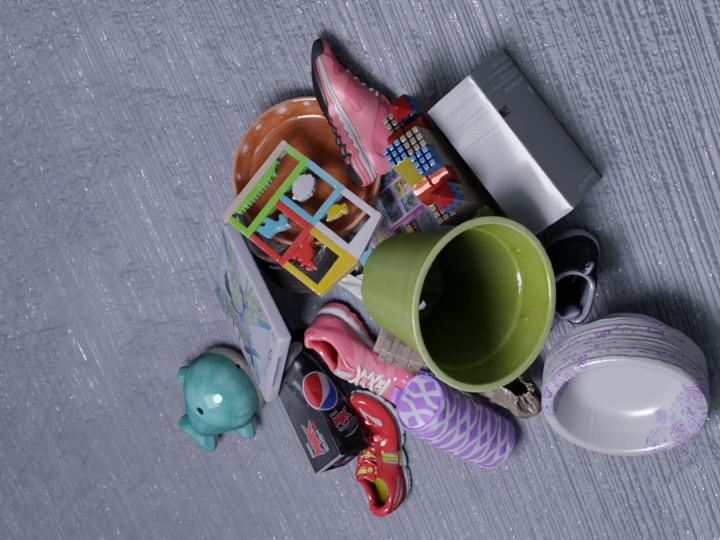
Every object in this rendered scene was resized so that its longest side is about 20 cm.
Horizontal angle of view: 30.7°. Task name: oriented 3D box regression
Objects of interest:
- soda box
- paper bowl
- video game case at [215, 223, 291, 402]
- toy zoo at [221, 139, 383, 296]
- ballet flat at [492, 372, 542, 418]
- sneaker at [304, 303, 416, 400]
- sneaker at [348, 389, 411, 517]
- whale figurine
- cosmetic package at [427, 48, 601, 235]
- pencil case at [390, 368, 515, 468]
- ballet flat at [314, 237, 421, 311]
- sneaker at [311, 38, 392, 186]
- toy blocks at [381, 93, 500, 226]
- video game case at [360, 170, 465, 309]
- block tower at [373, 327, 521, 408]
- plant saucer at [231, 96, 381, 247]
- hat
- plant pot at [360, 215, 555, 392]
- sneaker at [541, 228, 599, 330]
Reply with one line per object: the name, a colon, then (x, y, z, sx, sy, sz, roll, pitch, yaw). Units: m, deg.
soda box: (-0.067, 0.186, 1.896, 0.071, 0.063, 0.201, -43, 67, 40)
paper bowl: (0.322, 0.130, 1.603, 0.199, 0.105, 0.201, 5, 140, 5)
video game case: (-0.156, 0.061, 1.863, 0.201, 0.022, 0.183, 62, 157, 26)
toy zoo: (-0.063, -0.059, 1.679, 0.200, 0.020, 0.131, 38, 87, 15)
ballet flat: (0.160, 0.113, 1.700, 0.200, 0.067, 0.046, 46, 167, 10)
sneaker: (0.001, 0.137, 1.844, 0.200, 0.087, 0.074, 39, 130, 9)
sneaker: (0.023, 0.270, 1.914, 0.077, 0.085, 0.201, -4, 113, 33)
whale figurine: (-0.233, 0.213, 2.035, 0.159, 0.104, 0.200, 41, 130, 6)
cosmetic package: (0.185, -0.149, 1.566, 0.200, 0.107, 0.090, 49, 129, -2)
pencil case: (0.125, 0.204, 1.752, 0.085, 0.084, 0.200, 5, 160, 43)
ballet flat: (0.000, 0.000, 1.797, 0.199, 0.069, 0.070, 29, 127, 21)
sneaker: (-0.003, -0.210, 1.684, 0.074, 0.086, 0.201, 108, 140, -79)
toy blocks: (0.082, -0.132, 1.573, 0.100, 0.136, 0.201, -34, 75, 22)
video game case: (0.077, -0.070, 1.693, 0.182, 0.024, 0.201, -37, 73, 41)
block tower: (0.118, 0.121, 1.750, 0.199, 0.054, 0.058, 21, 161, 2)
plant saucer: (-0.069, -0.128, 1.721, 0.199, 0.032, 0.202, -2, 78, 9)
hat: (-0.116, -0.062, 1.786, 0.200, 0.081, 0.202, 9, 103, 41)
plant pot: (0.095, 0.027, 1.560, 0.190, 0.199, 0.201, 14, 126, 58)
sneaker: (0.224, 0.047, 1.611, 0.075, 0.114, 0.201, 31, 111, -8)
